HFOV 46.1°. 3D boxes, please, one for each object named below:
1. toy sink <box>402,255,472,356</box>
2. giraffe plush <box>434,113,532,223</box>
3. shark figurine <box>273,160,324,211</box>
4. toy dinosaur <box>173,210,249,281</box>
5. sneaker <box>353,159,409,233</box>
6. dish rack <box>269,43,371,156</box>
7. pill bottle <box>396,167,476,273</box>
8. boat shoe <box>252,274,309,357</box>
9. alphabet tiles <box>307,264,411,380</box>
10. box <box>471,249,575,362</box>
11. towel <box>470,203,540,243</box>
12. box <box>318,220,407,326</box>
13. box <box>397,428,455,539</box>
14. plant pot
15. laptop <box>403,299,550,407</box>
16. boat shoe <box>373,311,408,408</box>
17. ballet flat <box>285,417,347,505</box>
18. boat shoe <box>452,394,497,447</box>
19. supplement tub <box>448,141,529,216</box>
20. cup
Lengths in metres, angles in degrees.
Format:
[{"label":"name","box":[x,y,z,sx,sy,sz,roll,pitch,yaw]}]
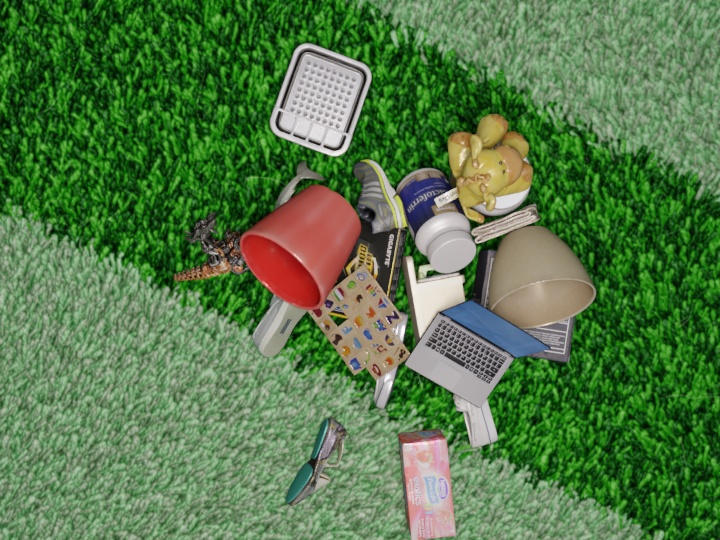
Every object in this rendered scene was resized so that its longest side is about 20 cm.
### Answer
[{"label":"toy sink","box":[0.157,0.061,1.724,0.111,0.130,0.202,-10,91,-2]},{"label":"giraffe plush","box":[0.224,-0.181,1.502,0.200,0.162,0.173,-44,93,-1]},{"label":"shark figurine","box":[-0.158,-0.119,1.737,0.127,0.089,0.217,0,101,-36]},{"label":"toy dinosaur","box":[-0.289,-0.039,1.726,0.200,0.102,0.136,-38,110,-22]},{"label":"sneaker","box":[0.023,-0.150,1.696,0.080,0.201,0.074,-22,137,-10]},{"label":"dish rack","box":[-0.081,-0.349,1.746,0.170,0.044,0.202,20,91,-2]},{"label":"pill bottle","box":[0.151,-0.099,1.679,0.115,0.116,0.201,-21,51,-1]},{"label":"boat shoe","box":[-0.160,0.079,1.735,0.071,0.070,0.202,38,99,36]},{"label":"alphabet tiles","box":[0.007,0.114,1.689,0.167,0.008,0.201,-38,88,27]},{"label":"box","box":[0.333,0.070,1.733,0.198,0.123,0.200,9,91,-2]},{"label":"towel","box":[0.286,-0.092,1.655,0.132,0.200,0.035,-21,89,12]},{"label":"box","box":[0.000,0.000,1.726,0.158,0.049,0.202,12,91,26]},{"label":"box","box":[0.136,0.439,1.746,0.094,0.103,0.202,-6,91,-2]},{"label":"plant pot","box":[-0.103,-0.056,1.630,0.200,0.200,0.178,41,62,-3]},{"label":"laptop","box":[0.218,0.163,1.607,0.186,0.116,0.201,30,102,-13]},{"label":"boat shoe","box":[0.048,0.182,1.751,0.065,0.074,0.202,13,81,6]},{"label":"ballet flat","box":[-0.083,0.407,1.756,0.072,0.072,0.202,27,92,-3]},{"label":"boat shoe","box":[0.226,0.272,1.760,0.065,0.074,0.202,-19,91,-6]},{"label":"supplement tub","box":[0.258,-0.180,1.686,0.143,0.200,0.146,0,92,-2]},{"label":"cup","box":[0.327,0.003,1.595,0.198,0.201,0.144,-7,61,-2]}]
